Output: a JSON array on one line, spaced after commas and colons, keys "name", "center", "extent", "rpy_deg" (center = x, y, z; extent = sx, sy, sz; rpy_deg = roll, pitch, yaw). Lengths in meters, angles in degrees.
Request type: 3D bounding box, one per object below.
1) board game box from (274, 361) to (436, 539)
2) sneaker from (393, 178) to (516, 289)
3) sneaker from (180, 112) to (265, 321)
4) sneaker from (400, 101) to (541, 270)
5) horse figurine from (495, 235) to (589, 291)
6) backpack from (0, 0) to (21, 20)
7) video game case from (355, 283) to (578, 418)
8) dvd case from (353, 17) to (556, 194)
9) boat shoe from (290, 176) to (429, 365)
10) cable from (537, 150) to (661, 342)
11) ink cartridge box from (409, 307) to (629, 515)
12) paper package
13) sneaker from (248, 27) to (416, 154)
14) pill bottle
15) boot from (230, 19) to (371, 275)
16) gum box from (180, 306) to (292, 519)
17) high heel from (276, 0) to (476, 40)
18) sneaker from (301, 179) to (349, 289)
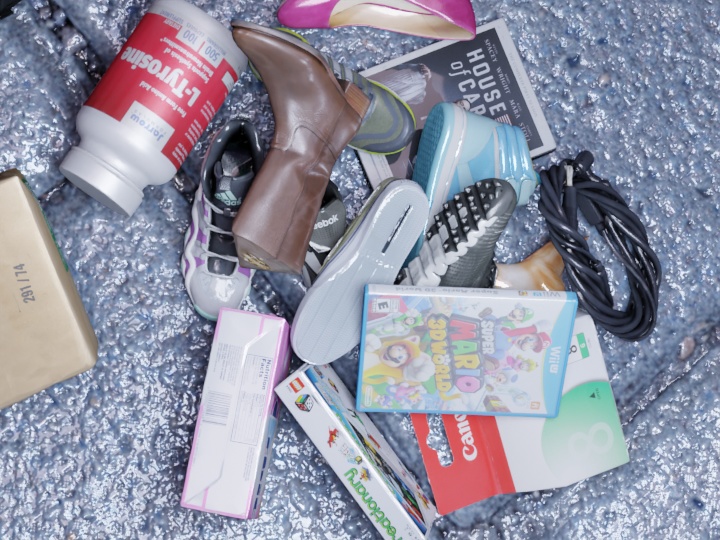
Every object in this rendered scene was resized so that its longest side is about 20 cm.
[{"name": "board game box", "center": [-0.002, 0.176, 1.449], "extent": [0.035, 0.126, 0.201], "rpy_deg": [-37, 88, 9]}, {"name": "sneaker", "center": [0.100, -0.005, 1.433], "extent": [0.090, 0.067, 0.200], "rpy_deg": [21, 124, -26]}, {"name": "sneaker", "center": [-0.132, -0.056, 1.453], "extent": [0.077, 0.140, 0.202], "rpy_deg": [4, 82, -7]}, {"name": "sneaker", "center": [0.113, -0.061, 1.507], "extent": [0.130, 0.080, 0.201], "rpy_deg": [8, 110, -20]}, {"name": "horse figurine", "center": [0.147, 0.034, 1.526], "extent": [0.198, 0.050, 0.134], "rpy_deg": [-4, 91, -11]}, {"name": "backpack", "center": [-0.320, -0.372, 1.443], "extent": [0.199, 0.191, 0.155], "rpy_deg": [-31, 72, -10]}, {"name": "video game case", "center": [0.098, 0.078, 1.426], "extent": [0.198, 0.018, 0.144], "rpy_deg": [2, 124, -3]}, {"name": "dvd case", "center": [0.086, -0.158, 1.554], "extent": [0.199, 0.025, 0.151], "rpy_deg": [-22, 87, -8]}, {"name": "boat shoe", "center": [0.000, 0.000, 1.439], "extent": [0.072, 0.062, 0.201], "rpy_deg": [33, 96, -16]}, {"name": "cable", "center": [0.244, -0.020, 1.501], "extent": [0.051, 0.163, 0.201], "rpy_deg": [-22, 95, 29]}, {"name": "ink cartridge box", "center": [0.155, 0.145, 1.494], "extent": [0.199, 0.050, 0.162], "rpy_deg": [-20, 103, -12]}, {"name": "paper package", "center": [-0.365, 0.030, 1.409], "extent": [0.190, 0.103, 0.201], "rpy_deg": [-24, 103, -10]}, {"name": "sneaker", "center": [-0.036, -0.178, 1.491], "extent": [0.199, 0.081, 0.074], "rpy_deg": [30, 97, 9]}, {"name": "pill bottle", "center": [-0.206, -0.159, 1.471], "extent": [0.112, 0.112, 0.201], "rpy_deg": [32, 80, -3]}, {"name": "boot", "center": [-0.086, -0.107, 1.382], "extent": [0.186, 0.064, 0.201], "rpy_deg": [31, 81, -39]}, {"name": "gum box", "center": [-0.114, 0.134, 1.442], "extent": [0.066, 0.114, 0.202], "rpy_deg": [10, 82, 4]}, {"name": "high heel", "center": [0.018, -0.257, 1.530], "extent": [0.199, 0.067, 0.096], "rpy_deg": [-14, 65, -21]}, {"name": "sneaker", "center": [-0.037, -0.032, 1.488], "extent": [0.066, 0.090, 0.201], "rpy_deg": [-26, 87, -9]}]
